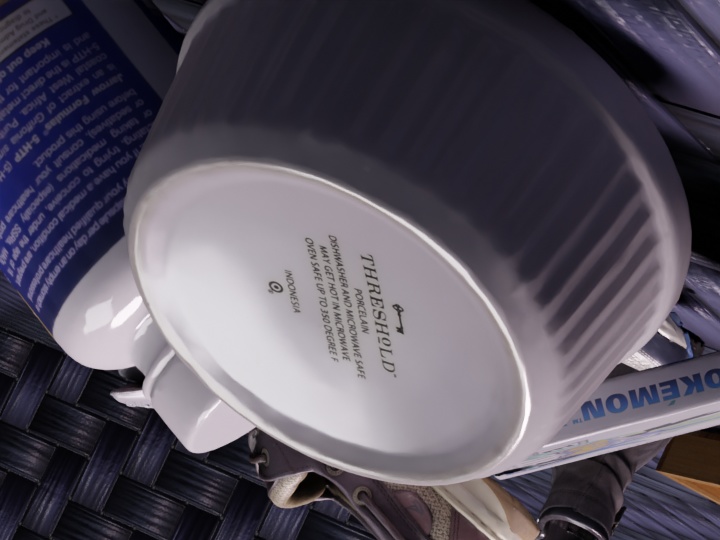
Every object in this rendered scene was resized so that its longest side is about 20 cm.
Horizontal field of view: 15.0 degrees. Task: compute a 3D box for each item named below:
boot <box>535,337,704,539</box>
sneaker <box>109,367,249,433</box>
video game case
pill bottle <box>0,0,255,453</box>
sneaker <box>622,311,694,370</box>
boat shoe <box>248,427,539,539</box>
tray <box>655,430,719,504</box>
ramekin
[{"bbox_3d":[0.132,0.100,1.489,0.070,0.132,0.200,23,172,13],"label":"boot"},{"bbox_3d":[-0.066,0.055,1.437,0.115,0.075,0.200,14,179,-16],"label":"sneaker"},{"bbox_3d":[0.137,0.053,1.119,0.182,0.022,0.200,-14,172,4],"label":"video game case"},{"bbox_3d":[-0.095,-0.030,1.118,0.200,0.120,0.120,51,178,13],"label":"pill bottle"},{"bbox_3d":[0.064,0.019,1.335,0.200,0.085,0.077,24,173,3],"label":"sneaker"},{"bbox_3d":[-0.018,0.074,1.175,0.200,0.065,0.072,35,171,15],"label":"boat shoe"},{"bbox_3d":[0.295,0.158,1.731,0.200,0.037,0.099,27,172,-21],"label":"tray"},{"bbox_3d":[0.007,-0.011,0.967,0.202,0.094,0.203,21,142,17],"label":"ramekin"}]
